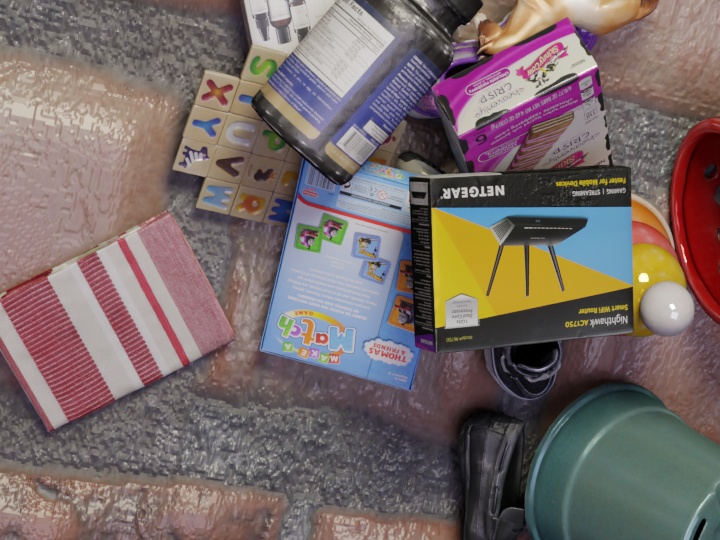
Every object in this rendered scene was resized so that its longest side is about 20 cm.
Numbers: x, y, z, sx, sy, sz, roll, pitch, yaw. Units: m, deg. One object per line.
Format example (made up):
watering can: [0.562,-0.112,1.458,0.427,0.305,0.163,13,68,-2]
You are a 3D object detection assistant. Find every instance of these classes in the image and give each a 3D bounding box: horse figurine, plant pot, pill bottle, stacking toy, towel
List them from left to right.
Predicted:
towel: [-0.233,0.048,1.546,0.199,0.023,0.145,-26,112,-2]
pill bottle: [0.009,-0.181,1.425,0.112,0.112,0.200,40,95,-20]
horse figurine: [0.192,-0.254,1.497,0.198,0.050,0.134,-1,63,-15]
stacking toy: [0.254,0.018,1.547,0.145,0.200,0.148,-3,108,-11]
plant pot: [0.293,0.232,1.593,0.199,0.196,0.202,-9,109,-30]
plant pot: [0.413,-0.057,1.566,0.181,0.200,0.202,-12,109,-17]

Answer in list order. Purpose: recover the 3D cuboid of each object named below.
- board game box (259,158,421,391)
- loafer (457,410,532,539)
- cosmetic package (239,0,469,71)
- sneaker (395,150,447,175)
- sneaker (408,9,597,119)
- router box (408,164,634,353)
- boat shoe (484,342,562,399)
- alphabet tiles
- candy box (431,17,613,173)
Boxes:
board game box: [0.000,0.000,1.536,0.150,0.037,0.202,15,113,1]
loafer: [0.138,0.237,1.651,0.070,0.068,0.203,4,108,27]
cosmetic package: [-0.007,-0.241,1.490,0.198,0.051,0.083,-14,110,-8]
sneaker: [0.077,-0.015,1.566,0.093,0.070,0.200,-38,114,-5]
sneaker: [0.132,-0.186,1.518,0.199,0.088,0.081,-23,109,-6]
router box: [0.142,-0.013,1.448,0.198,0.051,0.151,-5,97,-23]
boat shoe: [0.160,0.074,1.572,0.071,0.068,0.201,-27,142,-9]
alphabet tiles: [-0.063,-0.115,1.511,0.198,0.006,0.167,12,117,-23]
candy box: [0.149,-0.125,1.489,0.136,0.061,0.200,-27,155,1]
